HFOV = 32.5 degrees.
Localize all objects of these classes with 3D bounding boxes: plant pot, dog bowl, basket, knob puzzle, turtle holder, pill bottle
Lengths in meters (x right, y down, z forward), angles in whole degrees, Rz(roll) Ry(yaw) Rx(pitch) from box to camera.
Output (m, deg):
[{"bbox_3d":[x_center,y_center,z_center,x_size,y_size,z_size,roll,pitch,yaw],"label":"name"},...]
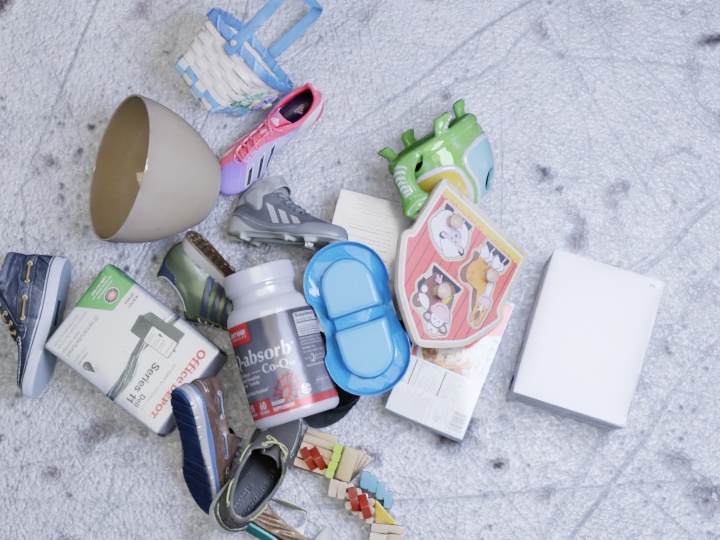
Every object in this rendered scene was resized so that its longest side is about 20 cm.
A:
[{"bbox_3d":[-0.269,-0.126,1.680,0.134,0.200,0.202,12,80,-31],"label":"plant pot"},{"bbox_3d":[-0.003,0.061,1.596,0.111,0.050,0.201,-18,87,4],"label":"dog bowl"},{"bbox_3d":[-0.144,-0.307,1.702,0.139,0.176,0.200,46,104,7],"label":"basket"},{"bbox_3d":[0.123,0.012,1.589,0.219,0.030,0.221,-1,91,-34],"label":"knob puzzle"},{"bbox_3d":[0.114,-0.137,1.661,0.140,0.186,0.132,-30,98,10],"label":"turtle holder"},{"bbox_3d":[-0.108,0.096,1.604,0.115,0.116,0.201,-17,85,-1],"label":"pill bottle"}]

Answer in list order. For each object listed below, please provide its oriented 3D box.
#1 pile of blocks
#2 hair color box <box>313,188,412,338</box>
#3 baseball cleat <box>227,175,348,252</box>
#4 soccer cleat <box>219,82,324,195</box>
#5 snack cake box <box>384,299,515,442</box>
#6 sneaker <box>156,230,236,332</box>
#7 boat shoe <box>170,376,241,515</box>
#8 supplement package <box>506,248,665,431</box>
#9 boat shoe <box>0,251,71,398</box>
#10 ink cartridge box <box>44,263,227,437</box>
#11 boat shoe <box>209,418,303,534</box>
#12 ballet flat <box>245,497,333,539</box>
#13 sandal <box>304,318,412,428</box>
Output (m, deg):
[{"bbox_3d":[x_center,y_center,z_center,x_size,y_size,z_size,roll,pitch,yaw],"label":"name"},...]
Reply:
[{"bbox_3d":[-0.007,0.286,1.654,0.200,0.062,0.082,43,84,7],"label":"pile of blocks"},{"bbox_3d":[0.000,0.000,1.700,0.110,0.064,0.201,14,80,2],"label":"hair color box"},{"bbox_3d":[-0.098,-0.079,1.680,0.199,0.070,0.107,4,75,31],"label":"baseball cleat"},{"bbox_3d":[-0.131,-0.187,1.726,0.200,0.076,0.067,-42,79,-7],"label":"soccer cleat"},{"bbox_3d":[0.121,0.118,1.675,0.114,0.067,0.201,22,82,6],"label":"snack cake box"},{"bbox_3d":[-0.199,0.047,1.703,0.090,0.067,0.200,-40,92,17],"label":"sneaker"},{"bbox_3d":[-0.194,0.235,1.640,0.072,0.072,0.201,-25,121,-36],"label":"boat shoe"},{"bbox_3d":[0.299,0.094,1.652,0.155,0.111,0.201,17,81,4],"label":"supplement package"},{"bbox_3d":[-0.463,0.073,1.701,0.090,0.071,0.202,8,74,4],"label":"boat shoe"},{"bbox_3d":[-0.302,0.110,1.680,0.200,0.083,0.147,36,84,6],"label":"ink cartridge box"},{"bbox_3d":[-0.126,0.256,1.627,0.072,0.060,0.202,39,55,-11],"label":"boat shoe"},{"bbox_3d":[-0.083,0.357,1.651,0.200,0.068,0.072,36,65,11],"label":"ballet flat"},{"bbox_3d":[-0.014,0.140,1.648,0.075,0.048,0.200,40,111,-9],"label":"sandal"}]
